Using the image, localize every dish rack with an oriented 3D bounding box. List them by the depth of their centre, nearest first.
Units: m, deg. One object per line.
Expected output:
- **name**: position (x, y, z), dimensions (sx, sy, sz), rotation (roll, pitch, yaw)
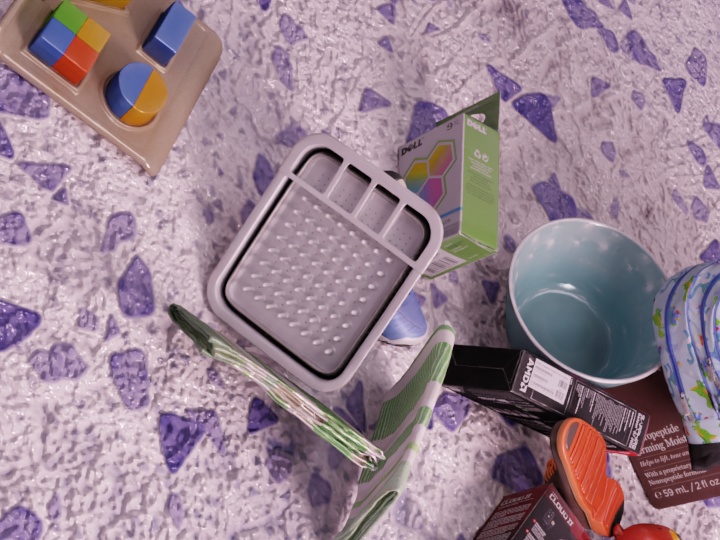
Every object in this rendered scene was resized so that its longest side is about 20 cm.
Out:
- **dish rack**: position (-0.031, -0.007, 1.372), dimensions (0.171, 0.201, 0.044), rotation (36, 6, 16)

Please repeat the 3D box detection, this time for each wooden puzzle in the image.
- **wooden puzzle**: position (-0.225, -0.216, 1.387), dimensions (0.200, 0.046, 0.186), rotation (40, 50, -23)

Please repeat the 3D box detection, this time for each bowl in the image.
- **bowl**: position (0.239, 0.053, 1.632), dimensions (0.200, 0.105, 0.202), rotation (8, 60, -14)

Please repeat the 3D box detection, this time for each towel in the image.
- **towel**: position (-0.079, 0.104, 1.325), dimensions (0.200, 0.152, 0.023), rotation (36, 87, -21)
- **towel**: position (0.033, 0.157, 1.392), dimensions (0.023, 0.153, 0.201), rotation (28, 50, -5)

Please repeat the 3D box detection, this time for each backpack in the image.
- **backpack**: position (0.391, 0.086, 1.551), dimensions (0.162, 0.154, 0.201), rotation (-20, 78, -21)

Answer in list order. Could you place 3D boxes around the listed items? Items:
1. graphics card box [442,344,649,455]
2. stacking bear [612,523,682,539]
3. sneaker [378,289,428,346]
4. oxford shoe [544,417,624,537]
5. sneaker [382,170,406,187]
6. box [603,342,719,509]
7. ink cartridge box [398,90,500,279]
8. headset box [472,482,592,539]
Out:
- **graphics card box**: position (0.194, 0.137, 1.565), dimensions (0.199, 0.125, 0.051), rotation (26, 77, -31)
- **stacking bear**: position (0.339, 0.346, 1.599), dimensions (0.200, 0.113, 0.122), rotation (48, 19, -31)
- **sneaker**: position (0.011, -0.009, 1.495), dimensions (0.200, 0.077, 0.076), rotation (55, 44, -12)
- **oxford shoe**: position (0.219, 0.216, 1.546), dimensions (0.071, 0.072, 0.200), rotation (-60, 145, -28)
- **sneaker**: position (0.000, 0.001, 1.443), dimensions (0.093, 0.070, 0.201), rotation (26, 92, -40)
- **box**: position (0.400, 0.144, 1.724), dimensions (0.164, 0.166, 0.201), rotation (-27, 91, -44)
- **ink cartridge box**: position (0.094, -0.102, 1.591), dimensions (0.059, 0.104, 0.201), rotation (23, 58, -35)
- **headset box**: position (0.175, 0.327, 1.503), dimensions (0.149, 0.077, 0.200), rotation (55, 45, -11)
